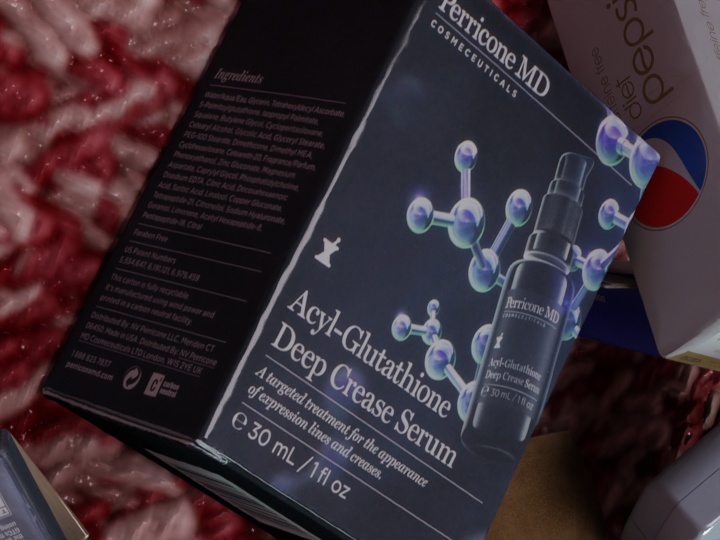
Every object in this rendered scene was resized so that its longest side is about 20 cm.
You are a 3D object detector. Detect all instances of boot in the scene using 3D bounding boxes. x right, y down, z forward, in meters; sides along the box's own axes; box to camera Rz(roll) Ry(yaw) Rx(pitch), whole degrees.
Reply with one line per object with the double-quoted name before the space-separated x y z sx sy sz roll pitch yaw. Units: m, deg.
"boot" 0.030 0.118 0.987 0.199 0.073 0.076 -17 99 -46

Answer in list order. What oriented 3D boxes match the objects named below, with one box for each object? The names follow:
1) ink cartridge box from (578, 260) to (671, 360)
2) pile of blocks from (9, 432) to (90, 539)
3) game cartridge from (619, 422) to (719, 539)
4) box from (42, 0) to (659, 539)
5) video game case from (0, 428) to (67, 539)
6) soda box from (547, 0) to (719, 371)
"ink cartridge box" 0.141 0.016 1.038 0.199 0.094 0.037 6 95 -41
"pile of blocks" -0.105 0.148 0.861 0.062 0.082 0.201 -39 120 -16
"game cartridge" 0.172 0.095 1.035 0.133 0.040 0.200 -42 162 -9
"box" 0.000 0.000 0.906 0.148 0.107 0.201 35 75 -38
"video game case" -0.145 0.161 0.818 0.142 0.019 0.201 -21 118 5
"soda box" 0.138 -0.058 0.971 0.068 0.064 0.201 13 51 -40
